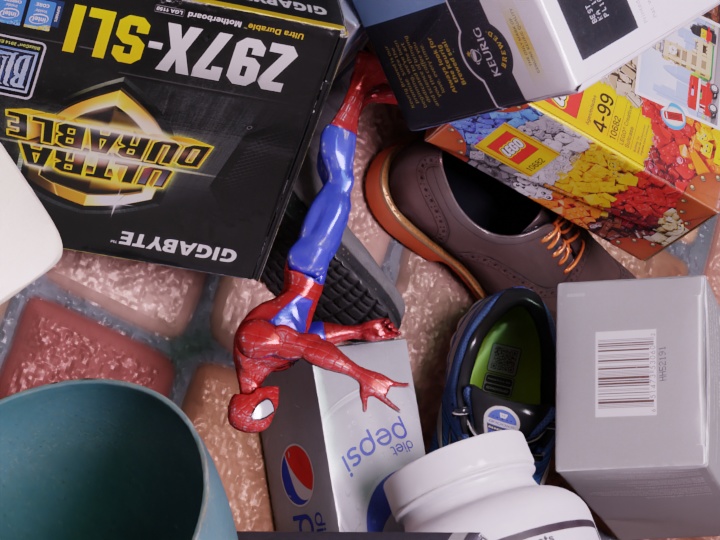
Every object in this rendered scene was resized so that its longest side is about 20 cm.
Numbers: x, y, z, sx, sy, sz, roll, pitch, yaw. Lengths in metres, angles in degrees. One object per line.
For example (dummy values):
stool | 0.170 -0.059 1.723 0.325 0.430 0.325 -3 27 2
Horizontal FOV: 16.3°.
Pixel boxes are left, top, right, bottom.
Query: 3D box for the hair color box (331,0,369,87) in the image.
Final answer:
hair color box | -0.078 -0.179 1.291 0.200 0.099 0.061 40 55 2

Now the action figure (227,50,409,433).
action figure | 0.000 0.000 1.271 0.099 0.065 0.200 25 78 3

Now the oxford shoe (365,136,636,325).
oxford shoe | 0.098 -0.010 1.416 0.200 0.073 0.071 30 66 -23

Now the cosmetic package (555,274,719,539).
cosmetic package | 0.162 0.079 1.365 0.200 0.090 0.107 39 49 -67

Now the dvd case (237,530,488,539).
dvd case | -0.038 0.187 1.214 0.016 0.200 0.149 48 59 -25

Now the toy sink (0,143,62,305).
toy sink | -0.263 0.000 1.165 0.200 0.112 0.130 -38 100 -25

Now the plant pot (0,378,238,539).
plant pot | -0.135 0.170 1.181 0.200 0.200 0.135 -54 135 -28

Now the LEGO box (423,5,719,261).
LEGO box | 0.136 -0.130 1.381 0.149 0.077 0.200 28 57 -18

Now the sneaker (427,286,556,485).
sneaker | 0.066 0.100 1.349 0.078 0.089 0.200 7 75 1

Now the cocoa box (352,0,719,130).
cocoa box | 0.065 -0.189 1.211 0.133 0.131 0.200 -31 102 -35

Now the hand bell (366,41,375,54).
hand bell | -0.009 -0.196 1.369 0.104 0.104 0.200 -25 92 -33

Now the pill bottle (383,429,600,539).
pill bottle | 0.080 0.186 1.246 0.112 0.112 0.200 -9 69 -33

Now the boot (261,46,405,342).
boot | -0.022 -0.066 1.361 0.200 0.070 0.132 49 54 -19

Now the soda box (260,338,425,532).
soda box | -0.001 0.140 1.326 0.063 0.068 0.200 -5 82 -33

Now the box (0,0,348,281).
box | -0.124 -0.082 1.224 0.200 0.160 0.049 10 35 -17
